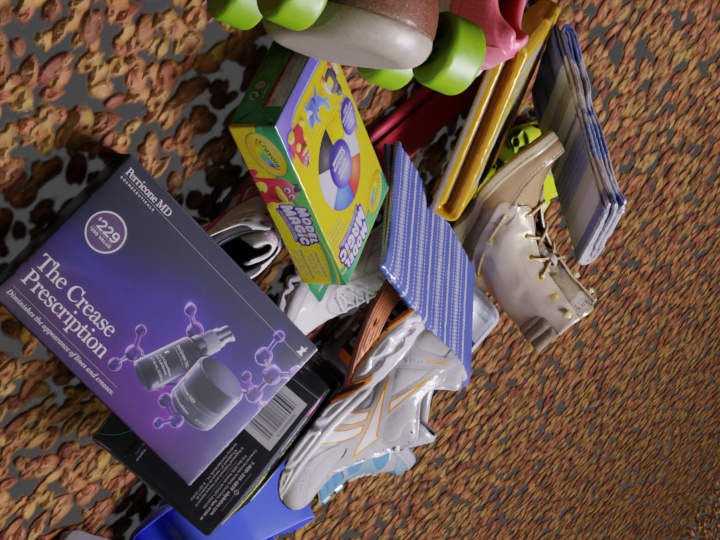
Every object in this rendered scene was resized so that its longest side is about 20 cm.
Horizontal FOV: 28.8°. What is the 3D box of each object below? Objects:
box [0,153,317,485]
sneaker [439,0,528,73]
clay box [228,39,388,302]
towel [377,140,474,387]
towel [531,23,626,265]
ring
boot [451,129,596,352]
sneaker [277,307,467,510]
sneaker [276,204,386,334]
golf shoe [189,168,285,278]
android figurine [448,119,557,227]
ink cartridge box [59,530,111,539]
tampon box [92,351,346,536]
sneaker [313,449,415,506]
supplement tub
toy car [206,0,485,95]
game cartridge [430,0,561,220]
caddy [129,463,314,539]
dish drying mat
[{"bbox_3d":[-0.152,0.034,1.030,0.141,0.200,0.079,-47,-165,-10],"label":"box"},{"bbox_3d":[0.106,-0.249,1.098,0.073,0.086,0.203,12,76,-43],"label":"sneaker"},{"bbox_3d":[-0.033,-0.079,1.123,0.201,0.047,0.116,65,37,-42],"label":"clay box"},{"bbox_3d":[0.059,-0.002,1.267,0.024,0.146,0.200,-12,140,21],"label":"towel"},{"bbox_3d":[0.207,-0.119,1.353,0.024,0.202,0.147,-10,159,-7],"label":"towel"},{"bbox_3d":[0.031,0.078,1.326,0.200,0.019,0.202,-46,144,-47],"label":"ring"},{"bbox_3d":[0.173,-0.024,1.342,0.073,0.156,0.200,-31,164,-42],"label":"boot"},{"bbox_3d":[0.011,0.135,1.184,0.201,0.092,0.076,-52,177,9],"label":"sneaker"},{"bbox_3d":[0.000,0.000,1.351,0.200,0.081,0.075,-43,154,-11],"label":"sneaker"},{"bbox_3d":[-0.086,-0.030,1.154,0.199,0.092,0.073,-36,127,-30],"label":"golf shoe"},{"bbox_3d":[0.168,-0.089,1.540,0.199,0.041,0.183,-18,139,-44],"label":"android figurine"},{"bbox_3d":[-0.228,0.353,1.357,0.201,0.144,0.083,95,13,-49],"label":"ink cartridge box"},{"bbox_3d":[-0.112,0.118,1.208,0.150,0.126,0.200,-51,175,4],"label":"tampon box"},{"bbox_3d":[-0.019,0.220,1.605,0.131,0.079,0.200,-50,144,-5],"label":"sneaker"},{"bbox_3d":[0.041,0.082,1.469,0.200,0.122,0.123,-49,153,-3],"label":"supplement tub"},{"bbox_3d":[0.009,-0.247,0.991,0.163,0.157,0.202,17,89,-32],"label":"toy car"},{"bbox_3d":[0.131,-0.155,1.317,0.178,0.032,0.200,-69,171,26],"label":"game cartridge"},{"bbox_3d":[-0.142,0.246,1.422,0.141,0.106,0.199,-41,165,32],"label":"caddy"},{"bbox_3d":[0.061,-0.145,1.324,0.200,0.018,0.077,-43,156,-16],"label":"dish drying mat"}]
